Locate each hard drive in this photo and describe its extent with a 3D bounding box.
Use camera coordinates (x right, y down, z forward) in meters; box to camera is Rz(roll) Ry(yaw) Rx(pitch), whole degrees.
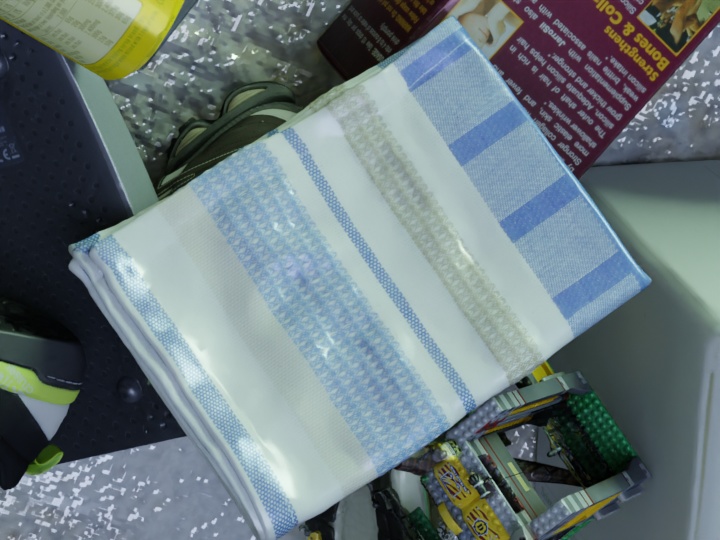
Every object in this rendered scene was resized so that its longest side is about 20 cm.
[{"bbox_3d":[-0.145,-0.016,0.982,0.134,0.042,0.201,-14,106,28],"label":"hard drive"}]

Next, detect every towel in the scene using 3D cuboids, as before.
[{"bbox_3d":[0.000,0.000,0.931,0.199,0.024,0.147,-32,79,-14],"label":"towel"}]

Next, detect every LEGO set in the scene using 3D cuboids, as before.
[{"bbox_3d":[0.022,0.071,0.994,0.153,0.116,0.201,-31,80,26],"label":"LEGO set"}]

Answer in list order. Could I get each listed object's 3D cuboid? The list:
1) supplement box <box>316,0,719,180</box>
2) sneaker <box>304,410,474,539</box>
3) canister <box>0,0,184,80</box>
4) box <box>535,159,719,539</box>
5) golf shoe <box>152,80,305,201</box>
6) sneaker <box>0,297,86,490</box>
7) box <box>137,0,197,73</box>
[{"bbox_3d":[0.091,-0.132,1.025,0.110,0.086,0.200,39,97,-26],"label":"supplement box"},{"bbox_3d":[0.026,0.067,1.115,0.088,0.076,0.202,-9,111,-54],"label":"sneaker"},{"bbox_3d":[-0.144,-0.179,0.869,0.199,0.086,0.149,29,81,-20],"label":"canister"},{"bbox_3d":[0.195,0.070,1.079,0.170,0.199,0.202,-3,114,-15],"label":"box"},{"bbox_3d":[-0.089,0.005,1.026,0.078,0.095,0.200,36,100,-28],"label":"golf shoe"},{"bbox_3d":[-0.196,0.046,0.904,0.199,0.072,0.083,16,101,-34],"label":"sneaker"},{"bbox_3d":[-0.095,-0.209,0.957,0.161,0.049,0.200,35,98,-24],"label":"box"}]
